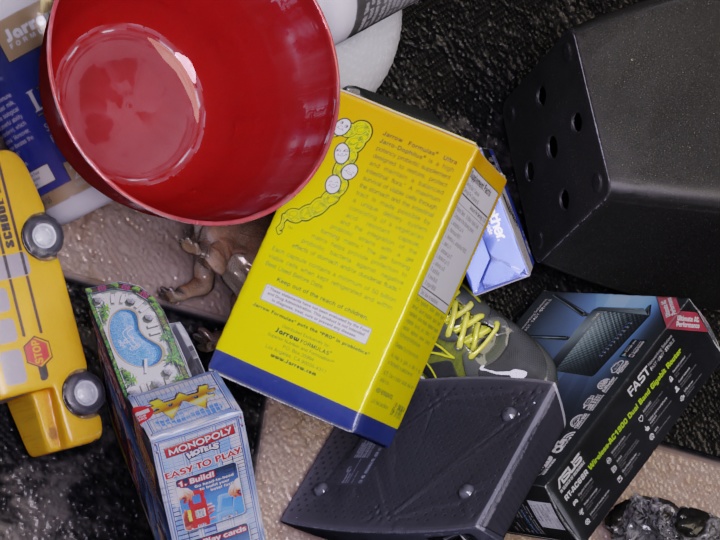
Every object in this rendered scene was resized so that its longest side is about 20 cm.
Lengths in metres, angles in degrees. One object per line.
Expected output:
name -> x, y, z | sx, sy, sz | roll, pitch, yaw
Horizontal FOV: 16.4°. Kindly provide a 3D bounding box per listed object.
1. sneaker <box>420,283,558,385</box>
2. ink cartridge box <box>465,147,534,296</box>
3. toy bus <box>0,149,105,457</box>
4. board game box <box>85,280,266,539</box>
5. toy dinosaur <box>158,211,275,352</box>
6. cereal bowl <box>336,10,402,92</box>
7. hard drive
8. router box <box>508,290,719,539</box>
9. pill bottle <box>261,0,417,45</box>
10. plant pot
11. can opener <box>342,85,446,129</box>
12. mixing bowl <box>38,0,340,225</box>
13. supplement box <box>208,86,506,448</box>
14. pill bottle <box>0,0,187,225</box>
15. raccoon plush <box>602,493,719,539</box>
sneaker -> 0.049, 0.034, 1.757 | 0.200, 0.085, 0.075 | 30, 71, 12
ink cartridge box -> 0.088, -0.037, 1.779 | 0.044, 0.200, 0.094 | -21, 91, 5
toy bus -> -0.232, 0.025, 1.643 | 0.078, 0.065, 0.200 | -13, 87, -32
board game box -> -0.113, 0.107, 1.576 | 0.062, 0.200, 0.200 | -17, 58, -11
toy dinosaur -> -0.065, -0.014, 1.735 | 0.136, 0.086, 0.200 | -48, 113, -30
cereal bowl -> -0.051, -0.198, 1.789 | 0.200, 0.083, 0.200 | 7, 76, -29
hard drive -> 0.045, 0.135, 1.711 | 0.042, 0.200, 0.135 | 48, 58, -28
router box -> 0.145, 0.101, 1.799 | 0.200, 0.150, 0.062 | -49, 120, -29
pill bottle -> -0.012, -0.220, 1.700 | 0.200, 0.114, 0.114 | -31, 96, -32
plant pot -> 0.220, -0.091, 1.855 | 0.177, 0.200, 0.200 | -3, 69, -22
can opener -> 0.000, -0.097, 1.766 | 0.066, 0.053, 0.200 | 46, 17, 25
mixing bowl -> -0.124, -0.116, 1.576 | 0.200, 0.108, 0.200 | 6, 78, -29
supplement box -> 0.000, 0.000, 1.624 | 0.109, 0.109, 0.200 | 23, 86, 16
pill bottle -> -0.202, -0.140, 1.667 | 0.116, 0.116, 0.200 | -31, 96, -32
raccoon plush -> 0.248, 0.255, 1.872 | 0.200, 0.097, 0.134 | 24, 76, -25
